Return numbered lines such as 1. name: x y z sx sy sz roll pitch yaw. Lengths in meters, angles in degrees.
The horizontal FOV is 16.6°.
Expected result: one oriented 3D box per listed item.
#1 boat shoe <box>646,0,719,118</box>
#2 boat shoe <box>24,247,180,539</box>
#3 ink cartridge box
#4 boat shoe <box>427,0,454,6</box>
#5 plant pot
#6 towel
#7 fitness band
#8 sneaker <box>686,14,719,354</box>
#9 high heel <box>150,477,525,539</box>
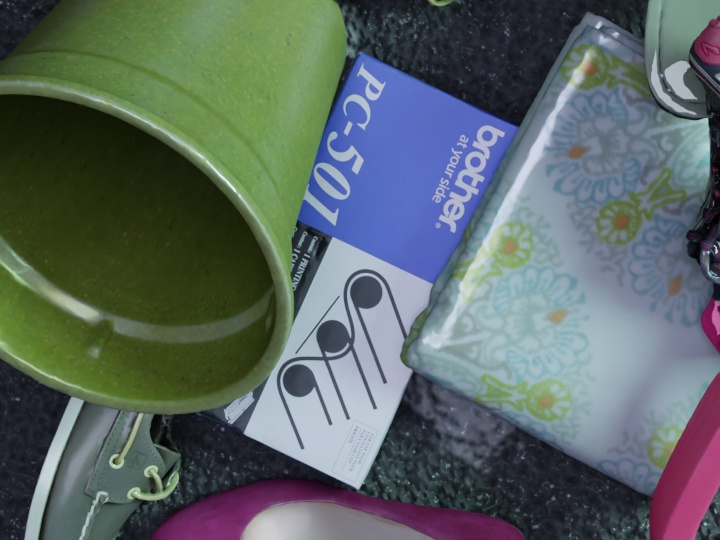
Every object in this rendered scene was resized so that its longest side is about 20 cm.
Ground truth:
1. boat shoe: 0.185 -0.159 1.188 0.071 0.061 0.202 22 77 0
2. boat shoe: -0.118 0.082 1.253 0.060 0.072 0.203 17 90 10
3. ink cartridge box: 0.000 0.000 1.252 0.093 0.044 0.201 25 94 3
4. boat shoe: 0.054 -0.166 1.228 0.200 0.072 0.061 -17 98 11
5. plant pot: -0.096 -0.068 1.174 0.199 0.185 0.201 13 137 13
6. towel: 0.137 -0.004 1.222 0.170 0.048 0.201 28 91 -9
7. fitness band: 0.221 0.099 1.192 0.143 0.038 0.201 11 127 -13
8. sneaker: 0.182 -0.029 1.126 0.074 0.081 0.201 -25 133 -1
9. high heel: -0.012 0.145 1.232 0.198 0.096 0.068 6 93 5
